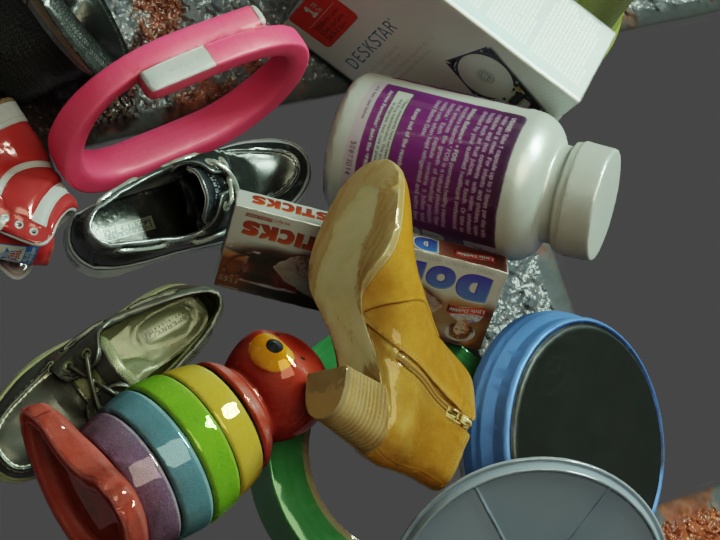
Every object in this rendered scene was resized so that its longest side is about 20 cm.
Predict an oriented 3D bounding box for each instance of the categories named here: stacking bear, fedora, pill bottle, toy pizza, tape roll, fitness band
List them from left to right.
[{"bbox_3d":[-0.245,-0.189,1.359,0.091,0.201,0.201,-31,87,8],"label":"fedora"},{"bbox_3d":[-0.127,-0.119,1.371,0.200,0.144,0.037,-24,73,-30],"label":"fitness band"},{"bbox_3d":[-0.107,0.107,1.297,0.200,0.114,0.121,-31,52,-28],"label":"stacking bear"},{"bbox_3d":[0.020,0.138,1.410,0.200,0.048,0.201,7,71,-22],"label":"tape roll"},{"bbox_3d":[0.082,-0.070,1.420,0.199,0.112,0.113,15,64,17],"label":"pill bottle"},{"bbox_3d":[0.116,0.215,1.360,0.199,0.032,0.201,-3,113,-6],"label":"toy pizza"}]

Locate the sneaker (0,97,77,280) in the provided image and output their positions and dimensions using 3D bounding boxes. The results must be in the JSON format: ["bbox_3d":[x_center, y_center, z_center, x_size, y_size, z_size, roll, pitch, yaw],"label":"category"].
[{"bbox_3d":[-0.281,-0.027,1.317,0.200,0.071,0.113,-35,87,-30],"label":"sneaker"}]

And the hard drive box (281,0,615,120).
[{"bbox_3d":[0.063,-0.180,1.465,0.200,0.156,0.077,36,60,-9],"label":"hard drive box"}]

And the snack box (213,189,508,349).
[{"bbox_3d":[0.000,0.000,1.392,0.199,0.072,0.024,14,33,-6],"label":"snack box"}]

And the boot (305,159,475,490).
[{"bbox_3d":[0.030,0.040,1.347,0.144,0.071,0.202,32,61,-45],"label":"boot"}]

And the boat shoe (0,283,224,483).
[{"bbox_3d":[-0.175,0.068,1.336,0.201,0.066,0.072,-37,91,-28],"label":"boat shoe"}]

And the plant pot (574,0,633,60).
[{"bbox_3d":[0.159,-0.265,1.519,0.200,0.184,0.201,7,71,-21],"label":"plant pot"}]

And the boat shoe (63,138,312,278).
[{"bbox_3d":[-0.115,-0.052,1.399,0.199,0.068,0.072,-18,82,-27],"label":"boat shoe"}]

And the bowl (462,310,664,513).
[{"bbox_3d":[0.155,0.129,1.434,0.200,0.039,0.201,8,79,-45],"label":"bowl"}]
